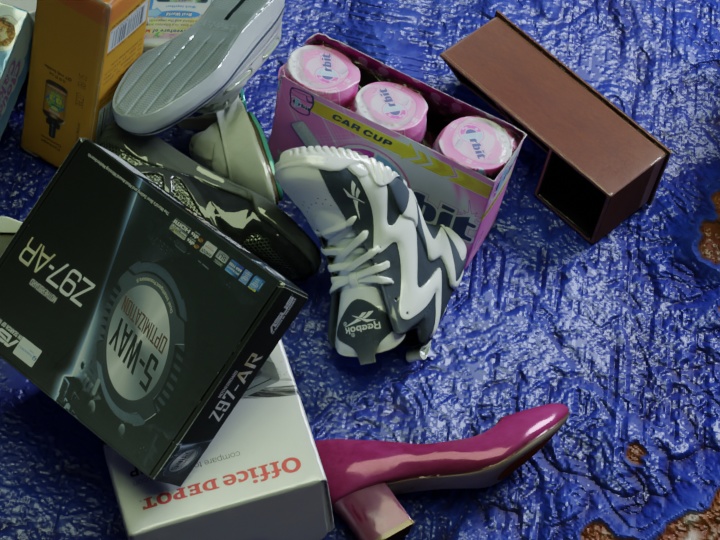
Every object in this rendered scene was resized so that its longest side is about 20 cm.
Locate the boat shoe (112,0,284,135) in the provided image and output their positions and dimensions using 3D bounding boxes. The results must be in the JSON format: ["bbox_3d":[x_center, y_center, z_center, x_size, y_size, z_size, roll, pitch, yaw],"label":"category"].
[{"bbox_3d":[-0.117,-0.156,1.691,0.074,0.067,0.200,21,50,31],"label":"boat shoe"}]

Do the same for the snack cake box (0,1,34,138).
[{"bbox_3d":[-0.334,-0.116,1.631,0.115,0.067,0.200,19,79,5],"label":"snack cake box"}]

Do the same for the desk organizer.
[{"bbox_3d":[0.155,-0.120,1.800,0.077,0.072,0.200,-36,67,-30],"label":"desk organizer"}]

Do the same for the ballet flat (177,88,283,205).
[{"bbox_3d":[-0.114,-0.115,1.743,0.069,0.069,0.200,-5,46,-16],"label":"ballet flat"}]

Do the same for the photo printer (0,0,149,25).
[{"bbox_3d":[-0.287,-0.232,1.752,0.200,0.069,0.166,-18,49,-3],"label":"photo printer"}]

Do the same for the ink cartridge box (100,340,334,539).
[{"bbox_3d":[-0.115,0.106,1.533,0.145,0.084,0.200,-16,57,-7],"label":"ink cartridge box"}]

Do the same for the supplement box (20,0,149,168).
[{"bbox_3d":[-0.213,-0.163,1.665,0.067,0.200,0.069,31,47,12],"label":"supplement box"}]

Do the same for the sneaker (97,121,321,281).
[{"bbox_3d":[-0.134,-0.023,1.658,0.199,0.076,0.114,29,66,-2],"label":"sneaker"}]

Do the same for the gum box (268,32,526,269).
[{"bbox_3d":[0.020,-0.098,1.723,0.200,0.114,0.066,27,51,9],"label":"gum box"}]

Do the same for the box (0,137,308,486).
[{"bbox_3d":[-0.158,0.026,1.474,0.200,0.044,0.160,36,93,25],"label":"box"}]

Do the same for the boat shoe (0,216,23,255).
[{"bbox_3d":[-0.216,-0.005,1.578,0.202,0.072,0.060,1,78,34],"label":"boat shoe"}]

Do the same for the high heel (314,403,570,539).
[{"bbox_3d":[0.058,0.123,1.582,0.200,0.067,0.096,-27,73,-26],"label":"high heel"}]

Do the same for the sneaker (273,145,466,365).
[{"bbox_3d":[0.000,0.000,1.625,0.079,0.199,0.130,-8,56,33],"label":"sneaker"}]

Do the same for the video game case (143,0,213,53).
[{"bbox_3d":[-0.204,-0.247,1.818,0.200,0.024,0.182,2,50,8],"label":"video game case"}]
